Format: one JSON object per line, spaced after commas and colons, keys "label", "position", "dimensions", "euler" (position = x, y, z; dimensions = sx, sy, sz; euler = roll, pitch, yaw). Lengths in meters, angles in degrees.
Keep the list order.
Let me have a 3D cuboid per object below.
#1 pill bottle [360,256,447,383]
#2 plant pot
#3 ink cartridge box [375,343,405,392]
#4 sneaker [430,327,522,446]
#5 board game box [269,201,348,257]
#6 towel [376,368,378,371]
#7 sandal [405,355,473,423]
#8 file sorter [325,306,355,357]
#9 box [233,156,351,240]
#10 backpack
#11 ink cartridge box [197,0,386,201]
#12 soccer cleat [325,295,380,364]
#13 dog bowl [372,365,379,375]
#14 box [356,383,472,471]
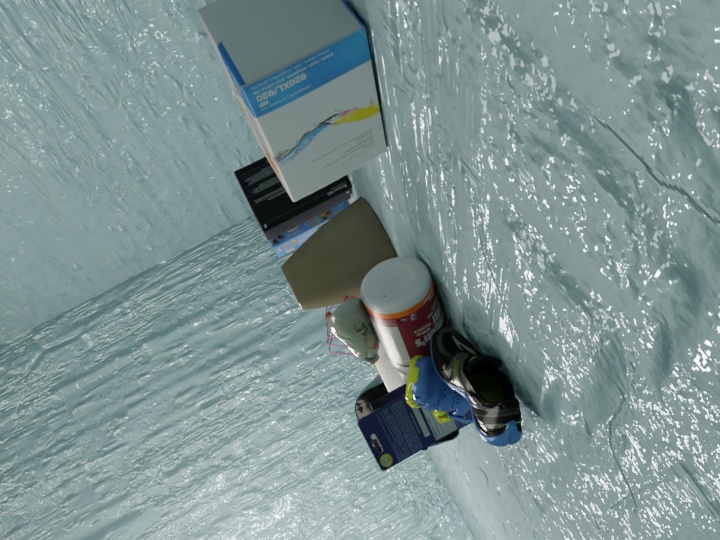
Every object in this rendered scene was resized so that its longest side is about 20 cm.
{"label": "pill bottle", "position": [0.078, 0.086, 0.926], "dimensions": [0.110, 0.109, 0.201], "euler": [56, 171, 51]}
{"label": "plant pot", "position": [-0.045, -0.010, 1.154], "dimensions": [0.189, 0.198, 0.187], "euler": [61, 174, 11]}
{"label": "ink cartridge box", "position": [0.079, 0.139, 1.079], "dimensions": [0.067, 0.115, 0.202], "euler": [-11, 111, 41]}
{"label": "sneaker", "position": [0.150, 0.131, 0.763], "dimensions": [0.200, 0.070, 0.084], "euler": [-121, 28, -57]}
{"label": "board game box", "position": [-0.120, -0.100, 1.424], "dimensions": [0.037, 0.198, 0.151], "euler": [61, 174, 5]}
{"label": "towel", "position": [0.061, 0.274, 2.107], "dimensions": [0.167, 0.085, 0.200], "euler": [61, 174, 7]}
{"label": "sandal", "position": [0.130, 0.177, 0.876], "dimensions": [0.200, 0.086, 0.080], "euler": [37, -120, -53]}
{"label": "file sorter", "position": [-0.070, 0.222, 2.384], "dimensions": [0.140, 0.124, 0.202], "euler": [-80, -10, -51]}
{"label": "box", "position": [-0.136, -0.173, 1.221], "dimensions": [0.142, 0.198, 0.079], "euler": [62, 174, 10]}
{"label": "backpack", "position": [0.094, 0.282, 1.235], "dimensions": [0.177, 0.198, 0.153], "euler": [61, -169, -2]}
{"label": "ink cartridge box", "position": [-0.071, -0.216, 0.706], "dimensions": [0.148, 0.144, 0.201], "euler": [58, 174, 29]}
{"label": "soccer cleat", "position": [-0.002, 0.097, 0.934], "dimensions": [0.078, 0.069, 0.200], "euler": [48, 173, 20]}
{"label": "dog bowl", "position": [0.066, 0.322, 2.348], "dimensions": [0.202, 0.073, 0.200], "euler": [62, 174, 12]}
{"label": "box", "position": [0.098, 0.245, 1.011], "dimensions": [0.122, 0.198, 0.032], "euler": [65, 174, -23]}
